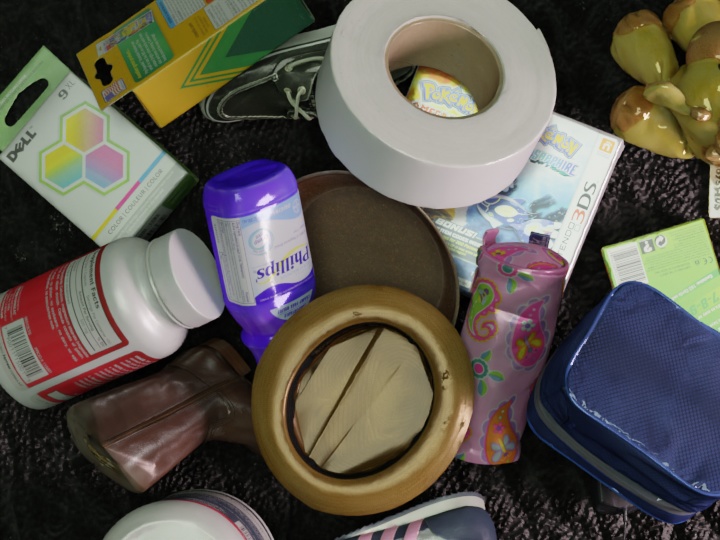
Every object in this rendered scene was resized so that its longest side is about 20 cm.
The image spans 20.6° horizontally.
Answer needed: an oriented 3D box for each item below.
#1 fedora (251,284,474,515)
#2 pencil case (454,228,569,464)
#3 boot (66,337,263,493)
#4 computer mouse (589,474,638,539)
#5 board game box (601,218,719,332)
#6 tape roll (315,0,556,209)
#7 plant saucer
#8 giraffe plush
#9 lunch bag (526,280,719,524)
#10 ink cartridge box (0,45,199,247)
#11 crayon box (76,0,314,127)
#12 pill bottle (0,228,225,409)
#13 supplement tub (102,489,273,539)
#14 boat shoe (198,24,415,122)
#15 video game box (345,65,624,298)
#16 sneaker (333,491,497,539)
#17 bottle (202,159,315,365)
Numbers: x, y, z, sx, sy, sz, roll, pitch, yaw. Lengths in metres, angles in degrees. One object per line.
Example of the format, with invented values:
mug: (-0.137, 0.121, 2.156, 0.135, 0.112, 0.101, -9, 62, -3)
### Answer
fedora: (0.004, 0.112, 1.707, 0.200, 0.082, 0.201, -1, 85, 7)
pencil case: (0.120, 0.068, 1.714, 0.087, 0.087, 0.201, 15, 109, 7)
boot: (-0.137, 0.156, 1.707, 0.186, 0.200, 0.064, 42, 125, 15)
computer mouse: (0.231, 0.223, 1.751, 0.058, 0.034, 0.201, -2, 90, -14)
board game box: (0.287, 0.063, 1.755, 0.095, 0.030, 0.201, -16, 82, 5)
tape roll: (0.065, -0.155, 1.697, 0.202, 0.071, 0.203, 6, 59, -11)
plant saucer: (0.000, 0.000, 1.748, 0.200, 0.037, 0.201, 11, 118, 21)
giraffe plush: (0.302, -0.152, 1.701, 0.172, 0.162, 0.201, -16, 84, 4)
lunch bag: (0.251, 0.119, 1.672, 0.200, 0.132, 0.136, 36, 69, 1)
ink cartridge box: (-0.257, -0.110, 1.806, 0.200, 0.059, 0.104, 41, 92, 8)
crayon box: (-0.149, -0.208, 1.771, 0.200, 0.126, 0.052, -34, 125, 2)
pill bottle: (-0.224, 0.039, 1.739, 0.200, 0.112, 0.113, -23, 83, 22)
supplement tub: (-0.145, 0.261, 1.694, 0.140, 0.200, 0.141, 0, 87, 5)
boat shoe: (-0.049, -0.171, 1.775, 0.200, 0.071, 0.064, -20, 50, 3)
video game box: (0.112, -0.068, 1.774, 0.200, 0.047, 0.183, 22, 86, 7)
sneaker: (0.027, 0.266, 1.735, 0.200, 0.070, 0.082, -24, 61, 5)
bottle: (-0.081, 0.008, 1.718, 0.083, 0.065, 0.201, -26, 117, -34)
